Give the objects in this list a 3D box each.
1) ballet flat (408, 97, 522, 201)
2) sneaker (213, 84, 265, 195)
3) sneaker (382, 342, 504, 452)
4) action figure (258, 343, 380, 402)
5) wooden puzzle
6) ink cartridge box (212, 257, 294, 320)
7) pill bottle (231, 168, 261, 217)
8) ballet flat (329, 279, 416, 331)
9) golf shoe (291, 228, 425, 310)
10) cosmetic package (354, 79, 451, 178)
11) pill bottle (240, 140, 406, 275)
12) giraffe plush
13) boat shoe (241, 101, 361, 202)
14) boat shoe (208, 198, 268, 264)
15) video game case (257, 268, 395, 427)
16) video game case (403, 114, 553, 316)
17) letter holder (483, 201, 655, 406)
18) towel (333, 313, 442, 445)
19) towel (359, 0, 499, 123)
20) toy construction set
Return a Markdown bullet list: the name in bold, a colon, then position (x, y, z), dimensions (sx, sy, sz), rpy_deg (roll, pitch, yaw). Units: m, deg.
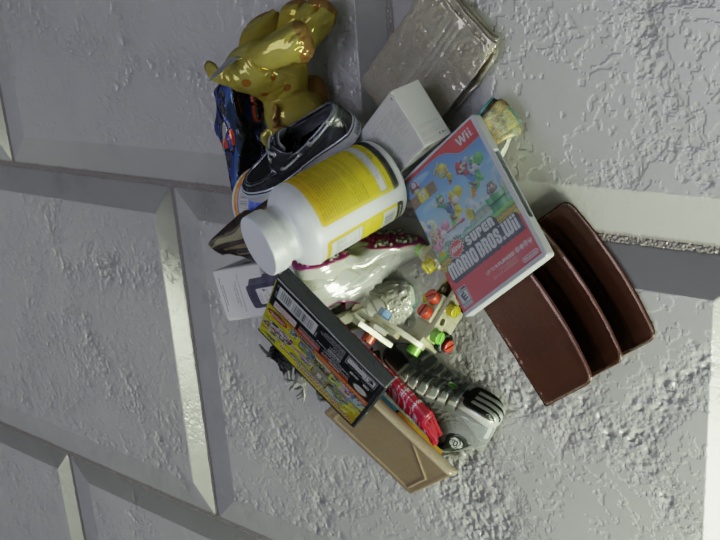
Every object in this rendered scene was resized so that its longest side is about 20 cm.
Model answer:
- **ballet flat**: position (0.134, -0.134, 1.194), dimensions (0.071, 0.071, 0.200), rpy_deg (52, 131, 12)
- **sneaker**: position (-0.185, -0.203, 1.442), dimensions (0.078, 0.075, 0.201), rpy_deg (8, 104, 48)
- **sneaker**: position (0.103, 0.196, 1.340), dimensions (0.200, 0.075, 0.116), rpy_deg (32, 127, 26)
- **action figure**: position (-0.069, 0.155, 1.441), dimensions (0.199, 0.119, 0.103), rpy_deg (2, 87, 32)
- **wooden puzzle**: position (0.044, 0.245, 1.374), dimensions (0.185, 0.037, 0.200), rpy_deg (43, 155, 1)
- **ink cartridge box**: position (-0.095, 0.007, 1.385), dimensions (0.199, 0.145, 0.085), rpy_deg (-8, 102, 42)
- **pill bottle**: position (-0.088, -0.096, 1.343), dimensions (0.199, 0.112, 0.113), rpy_deg (8, 112, 49)
- **ballet flat**: position (-0.004, 0.068, 1.386), dimensions (0.199, 0.072, 0.072), rpy_deg (-21, 93, 42)
- **golf shoe**: position (0.000, 0.000, 1.275), dimensions (0.075, 0.199, 0.092), rpy_deg (33, 132, 57)
- **cosmetic package**: position (0.041, -0.162, 1.227), dimensions (0.083, 0.051, 0.200), rpy_deg (57, 153, 5)
- **pill bottle**: position (-0.047, -0.076, 1.182), dimensions (0.112, 0.199, 0.112), rpy_deg (44, 152, 31)
- **giraffe plush**: position (-0.099, -0.257, 1.293), dimensions (0.172, 0.200, 0.162), rpy_deg (14, 144, 53)
- **boat shoe**: position (-0.095, -0.160, 1.249), dimensions (0.199, 0.068, 0.072), rpy_deg (-27, 53, 29)
- **boat shoe**: position (-0.151, -0.041, 1.304), dimensions (0.073, 0.074, 0.200), rpy_deg (52, 155, -12)
- **video game case**: position (-0.052, 0.109, 1.257), dimensions (0.200, 0.025, 0.181), rpy_deg (45, 152, 9)
- **video game case**: position (0.136, -0.066, 1.129), dimensions (0.143, 0.017, 0.201), rpy_deg (-41, 63, 38)
- **letter holder**: position (0.244, 0.036, 1.140), dimensions (0.142, 0.100, 0.201), rpy_deg (-38, 81, 40)
- **towel**: position (0.034, 0.150, 1.269), dimensions (0.200, 0.022, 0.145), rpy_deg (44, 171, 23)
- **towel**: position (0.087, -0.264, 1.202), dimensions (0.133, 0.034, 0.200), rpy_deg (53, 133, 13)
- **toy construction set**: position (0.089, 0.037, 1.234), dimensions (0.200, 0.131, 0.092), rpy_deg (-47, 45, 4)
